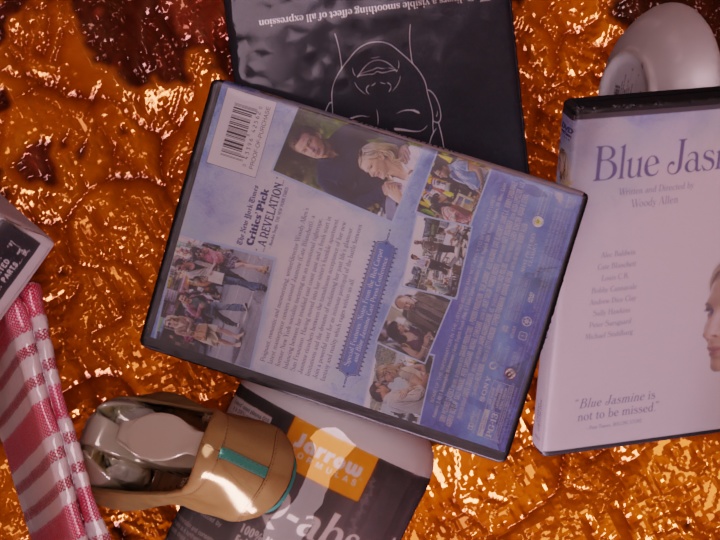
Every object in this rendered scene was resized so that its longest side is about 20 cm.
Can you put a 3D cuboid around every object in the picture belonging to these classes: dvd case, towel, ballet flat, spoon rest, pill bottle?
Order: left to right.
[{"bbox_3d":[-0.157,0.114,1.139,0.030,0.146,0.201,-16,83,-18],"label":"towel"},{"bbox_3d":[-0.109,0.089,1.130,0.063,0.199,0.069,28,71,-33],"label":"ballet flat"},{"bbox_3d":[-0.030,0.120,1.163,0.116,0.116,0.201,26,90,1],"label":"pill bottle"},{"bbox_3d":[0.000,0.000,1.093,0.199,0.018,0.144,18,99,5],"label":"dvd case"},{"bbox_3d":[0.159,-0.047,1.187,0.060,0.099,0.201,4,103,-27],"label":"spoon rest"},{"bbox_3d":[0.166,0.000,1.144,0.142,0.018,0.201,-6,117,-18],"label":"dvd case"}]

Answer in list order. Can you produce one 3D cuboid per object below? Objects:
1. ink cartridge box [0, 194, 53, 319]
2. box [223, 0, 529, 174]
[{"bbox_3d":[-0.269,0.023,1.135,0.043,0.200,0.199,36,89,-38],"label":"ink cartridge box"},{"bbox_3d":[0.007,-0.105,1.152,0.147,0.107,0.201,-6,101,0],"label":"box"}]
